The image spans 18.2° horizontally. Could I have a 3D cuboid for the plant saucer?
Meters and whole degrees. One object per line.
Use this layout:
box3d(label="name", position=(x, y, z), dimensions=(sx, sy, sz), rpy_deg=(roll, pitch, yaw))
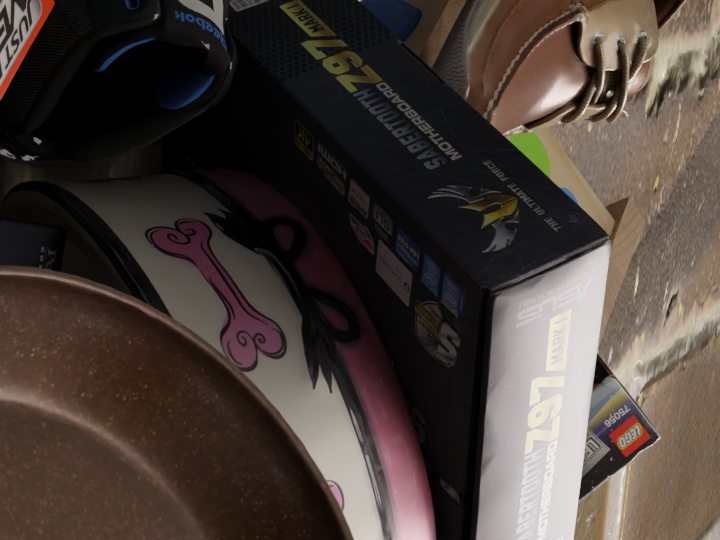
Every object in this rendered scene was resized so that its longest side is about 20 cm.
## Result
box3d(label="plant saucer", position=(-0.081, 0.098, 0.571), dimensions=(0.199, 0.037, 0.202), rpy_deg=(21, 55, -32))

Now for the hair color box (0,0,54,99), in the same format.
box3d(label="hair color box", position=(-0.154, -0.118, 0.530), dimensions=(0.201, 0.101, 0.062), rpy_deg=(75, 31, -50))

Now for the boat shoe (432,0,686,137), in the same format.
box3d(label="boat shoe", position=(0.081, -0.093, 0.860), dimensions=(0.200, 0.071, 0.076), rpy_deg=(-50, 170, -50))

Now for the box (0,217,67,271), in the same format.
box3d(label="box", position=(-0.160, 0.077, 0.635), dimensions=(0.141, 0.078, 0.202), rpy_deg=(8, 91, -73))

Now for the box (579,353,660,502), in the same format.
box3d(label="box", position=(0.040, 0.065, 0.977), dimensions=(0.040, 0.137, 0.200), rpy_deg=(50, 4, -20))

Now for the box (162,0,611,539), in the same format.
box3d(label="box", position=(0.000, 0.000, 0.751), dimensions=(0.051, 0.200, 0.159), rpy_deg=(-23, 138, -23))

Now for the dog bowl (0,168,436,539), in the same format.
box3d(label="dog bowl", position=(-0.048, 0.055, 0.747), dimensions=(0.073, 0.200, 0.202), rpy_deg=(-21, 127, -23))

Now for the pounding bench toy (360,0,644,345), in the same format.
box3d(label="pounding bench toy", position=(-0.015, -0.010, 0.945), dimensions=(0.156, 0.199, 0.125), rpy_deg=(51, 40, -20))

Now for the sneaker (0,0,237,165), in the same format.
box3d(label="sneaker", position=(-0.046, -0.112, 0.684), dimensions=(0.073, 0.112, 0.200), rpy_deg=(30, 107, -39))
